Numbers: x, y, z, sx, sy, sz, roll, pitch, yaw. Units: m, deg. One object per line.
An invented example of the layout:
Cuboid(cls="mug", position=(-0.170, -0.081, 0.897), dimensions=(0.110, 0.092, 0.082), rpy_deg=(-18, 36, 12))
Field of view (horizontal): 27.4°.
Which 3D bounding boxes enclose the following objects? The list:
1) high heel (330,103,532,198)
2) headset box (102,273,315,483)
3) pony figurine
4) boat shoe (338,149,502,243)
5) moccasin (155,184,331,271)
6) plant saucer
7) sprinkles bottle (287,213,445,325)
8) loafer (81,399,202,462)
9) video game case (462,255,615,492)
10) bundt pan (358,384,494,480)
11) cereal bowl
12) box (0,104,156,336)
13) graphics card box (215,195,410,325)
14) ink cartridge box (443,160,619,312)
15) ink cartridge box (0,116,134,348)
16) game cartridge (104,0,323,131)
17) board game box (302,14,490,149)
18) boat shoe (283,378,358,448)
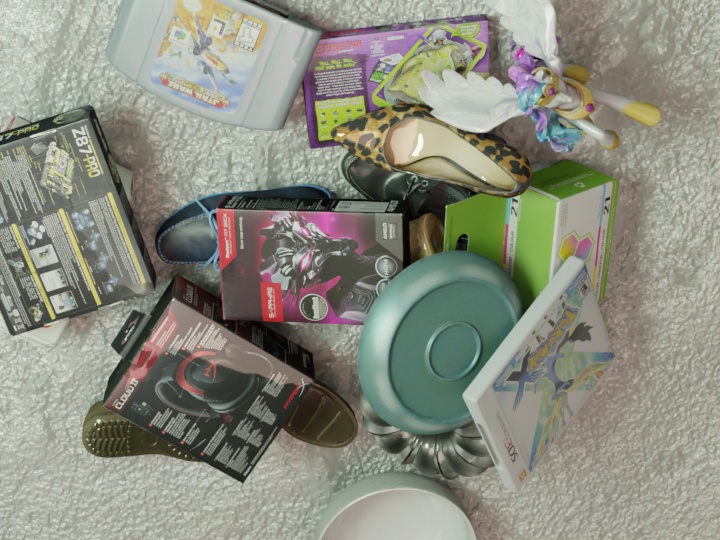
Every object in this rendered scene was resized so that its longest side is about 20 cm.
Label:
Cuboid(cls="high heel", position=(0.073, -0.118, 1.499), dimensions=(0.198, 0.143, 0.072), rpy_deg=(5, 110, -10))
Cuboid(cls="headset box", position=(-0.170, 0.111, 1.584), dimensions=(0.199, 0.075, 0.149), rpy_deg=(30, 105, -15))
Cuboid(cls="pony figurine", position=(0.183, -0.192, 1.484), dimensions=(0.199, 0.193, 0.167), rpy_deg=(12, 110, -51))
Cuboid(cls="boat shoe", position=(0.069, -0.077, 1.592), dimensions=(0.198, 0.066, 0.075), rpy_deg=(28, 111, -17))
Cuboid(cls="moccasin", position=(-0.127, -0.049, 1.584), dimensions=(0.199, 0.068, 0.081), rpy_deg=(-18, 116, 5))
Cuboid(cls="plant saucer", position=(0.091, 0.080, 1.518), dimensions=(0.199, 0.027, 0.202), rpy_deg=(-9, 111, -24))
Cuboid(cls="sprinkles bottle", position=(0.000, 0.000, 1.587), dimensions=(0.199, 0.068, 0.068), rpy_deg=(-19, 118, 26))
Cuboid(cls="loafer", position=(-0.223, 0.171, 1.685), dimensions=(0.199, 0.068, 0.076), rpy_deg=(6, 119, -26))
Cuboid(cls="video game case", position=(0.196, 0.113, 1.576), dimensions=(0.200, 0.022, 0.183), rpy_deg=(-50, 140, -20))
Cuboid(cls="bundt pan", position=(0.084, 0.158, 1.650), dimensions=(0.200, 0.076, 0.203), rpy_deg=(15, 136, 15))
Cuboid(cls="cereal bowl", position=(0.038, 0.322, 1.772), dimensions=(0.198, 0.083, 0.202), rpy_deg=(-3, 116, -5))
Cuboid(cls="box", position=(-0.312, -0.048, 1.485), dimensions=(0.160, 0.049, 0.201), rpy_deg=(-17, 115, 3))
Cuboid(cls="graphics card box", position=(-0.048, -0.010, 1.521), dimensions=(0.198, 0.051, 0.127), rpy_deg=(2, 110, 9))
Cuboid(cls="ink cartridge box", position=(0.179, -0.017, 1.570), dimensions=(0.199, 0.075, 0.149), rpy_deg=(-21, 124, -40))
Cuboid(cls="ink cartridge box", position=(-0.345, -0.038, 1.559), dimensions=(0.145, 0.085, 0.201), rpy_deg=(25, 109, -17))
Cuboid(cls="game cartridge", position=(-0.153, -0.224, 1.501), dimensions=(0.199, 0.042, 0.134), rpy_deg=(22, 109, -6))
Cuboid(cls="board game box", position=(0.038, -0.198, 1.552), dimensions=(0.198, 0.032, 0.121), rpy_deg=(-6, 120, -4))
Cuboid(cls="boat shoe", position=(-0.090, 0.131, 1.677), dimensions=(0.199, 0.068, 0.072), rpy_deg=(31, 105, -16))
